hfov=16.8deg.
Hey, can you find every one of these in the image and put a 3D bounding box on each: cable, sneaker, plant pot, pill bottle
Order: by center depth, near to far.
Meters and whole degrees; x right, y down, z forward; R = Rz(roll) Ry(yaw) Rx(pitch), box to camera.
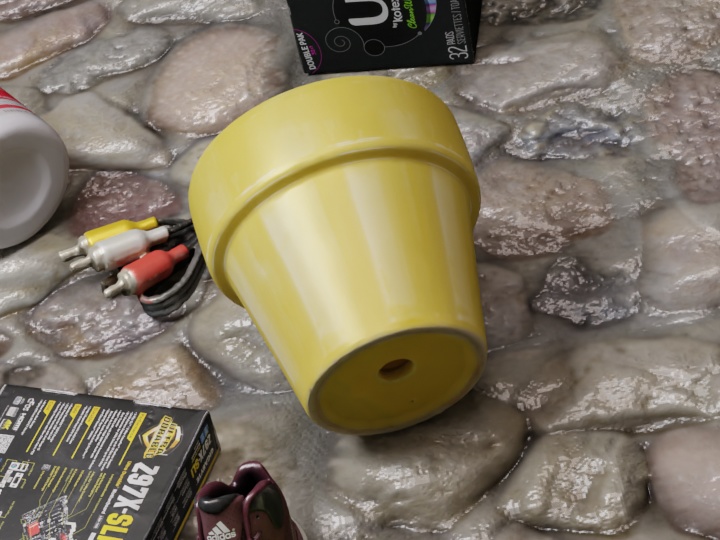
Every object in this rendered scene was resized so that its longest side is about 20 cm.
[{"bbox_3d":[-0.089,0.201,1.515,0.076,0.116,0.200,0,43,14],"label":"sneaker"},{"bbox_3d":[0.000,0.000,1.669,0.200,0.201,0.189,-17,57,-4],"label":"plant pot"},{"bbox_3d":[-0.123,-0.033,1.830,0.200,0.050,0.097,-34,46,-20],"label":"cable"},{"bbox_3d":[-0.325,-0.107,1.918,0.112,0.112,0.200,-34,46,-22],"label":"pill bottle"}]

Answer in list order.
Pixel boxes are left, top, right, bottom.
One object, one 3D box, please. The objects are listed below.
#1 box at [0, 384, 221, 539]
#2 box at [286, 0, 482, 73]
[{"bbox_3d":[-0.204,0.168,1.632,0.159,0.049,0.200,7,45,18],"label":"box"},{"bbox_3d":[0.013,-0.276,1.949,0.148,0.200,0.124,-3,42,12],"label":"box"}]
